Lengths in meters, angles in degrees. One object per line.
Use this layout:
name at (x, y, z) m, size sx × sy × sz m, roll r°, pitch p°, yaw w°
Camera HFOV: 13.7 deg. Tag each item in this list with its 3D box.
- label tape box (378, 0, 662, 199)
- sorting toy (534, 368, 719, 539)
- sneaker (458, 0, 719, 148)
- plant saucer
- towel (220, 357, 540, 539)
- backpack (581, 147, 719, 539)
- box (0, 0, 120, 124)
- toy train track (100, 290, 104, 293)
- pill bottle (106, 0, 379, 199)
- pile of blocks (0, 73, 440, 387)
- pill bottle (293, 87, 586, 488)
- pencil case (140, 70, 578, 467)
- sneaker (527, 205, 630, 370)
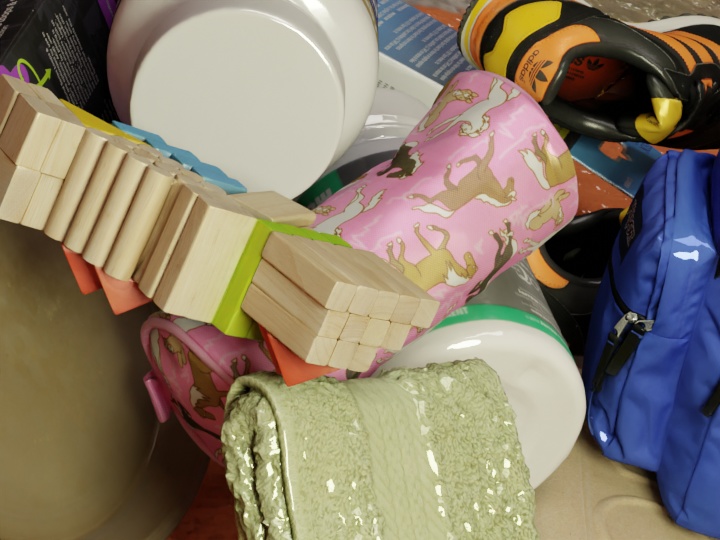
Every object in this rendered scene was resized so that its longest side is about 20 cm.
label tape box at (0.050, -0.075, 1.547) m, size 0.200 × 0.066 × 0.143 m, roll 30°, pitch 17°, yaw 4°
sorting toy at (0.165, 0.124, 1.385) m, size 0.200 × 0.037 × 0.185 m, roll 16°, pitch 28°, yaw -7°
sneaker at (0.146, -0.086, 1.483) m, size 0.200 × 0.070 × 0.090 m, roll 13°, pitch 26°, yaw -32°
plant saucer at (-0.132, 0.028, 1.215) m, size 0.200 × 0.029 × 0.200 m, roll 18°, pitch 67°, yaw -47°
towel at (0.021, 0.134, 1.174) m, size 0.148 × 0.036 × 0.200 m, roll -2°, pitch 77°, yaw -40°
backpack at (0.198, 0.011, 1.355) m, size 0.168 × 0.200 × 0.163 m, roll 16°, pitch 29°, yaw -8°
box at (-0.134, -0.052, 1.345) m, size 0.036 × 0.143 × 0.200 m, roll -14°, pitch 25°, yaw 17°
toy train track at (-0.081, -0.017, 1.367) m, size 0.032 × 0.115 × 0.200 m, roll -12°, pitch 6°, yaw 18°
pill bottle at (-0.051, -0.100, 1.322) m, size 0.120 × 0.120 × 0.200 m, roll 21°, pitch 19°, yaw -8°
pile of blocks at (-0.068, -0.006, 1.174) m, size 0.200 × 0.062 × 0.082 m, roll 30°, pitch 14°, yaw 20°
pill bottle at (0.022, 0.011, 1.375) m, size 0.113 × 0.113 × 0.200 m, roll 9°, pitch 34°, yaw -26°
pencil case at (0.000, 0.000, 1.249) m, size 0.200 × 0.087 × 0.083 m, roll -39°, pitch 77°, yaw -24°
sneaker at (0.142, 0.011, 1.485) m, size 0.200 × 0.090 × 0.070 m, roll 5°, pitch 37°, yaw -31°
